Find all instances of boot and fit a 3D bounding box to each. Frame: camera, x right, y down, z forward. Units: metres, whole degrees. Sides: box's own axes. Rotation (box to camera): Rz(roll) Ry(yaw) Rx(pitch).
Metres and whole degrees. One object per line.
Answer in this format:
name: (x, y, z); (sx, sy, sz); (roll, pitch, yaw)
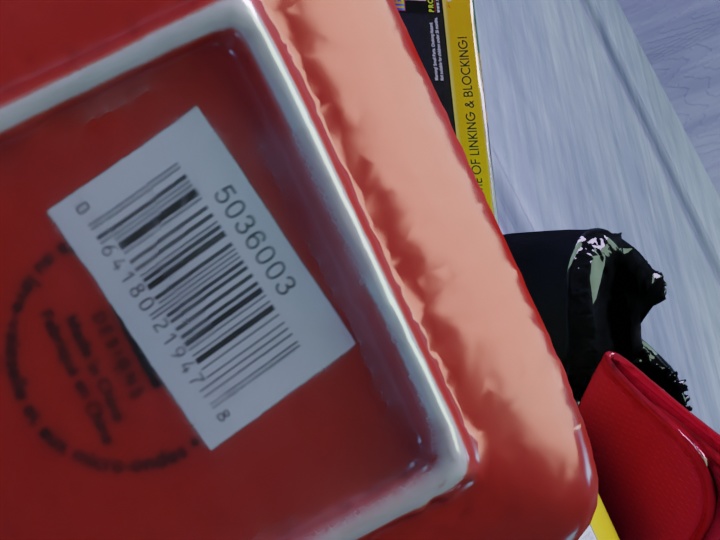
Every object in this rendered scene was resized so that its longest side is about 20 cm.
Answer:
boot: (0.035, -0.013, 1.216); (0.076, 0.168, 0.201); (-46, 122, -36)

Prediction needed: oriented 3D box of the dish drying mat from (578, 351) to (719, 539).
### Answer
dish drying mat: (0.093, 0.126, 1.197); (0.077, 0.201, 0.018); (40, 45, 21)

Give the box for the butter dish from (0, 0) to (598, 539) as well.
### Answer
butter dish: (-0.071, 0.017, 0.764); (0.201, 0.199, 0.148); (64, -11, -6)

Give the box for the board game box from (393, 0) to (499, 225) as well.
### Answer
board game box: (0.000, 0.000, 0.944); (0.165, 0.056, 0.201); (114, -27, -64)

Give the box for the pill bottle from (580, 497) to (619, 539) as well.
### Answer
pill bottle: (0.041, 0.111, 1.143); (0.201, 0.112, 0.112); (65, 12, -5)
